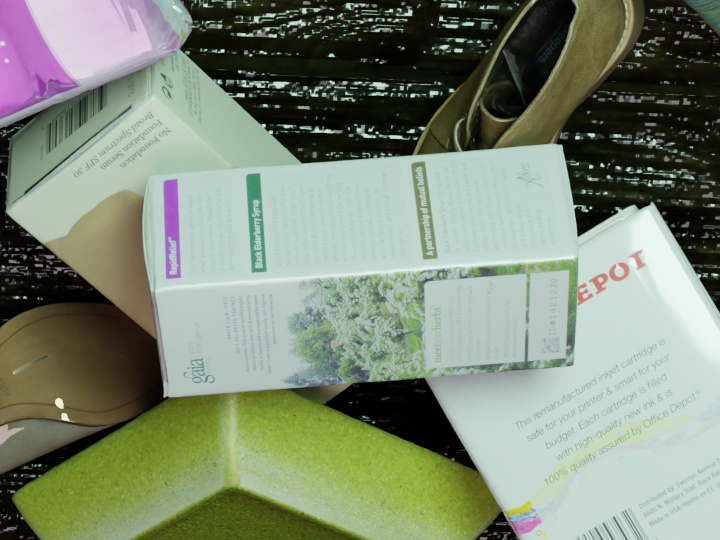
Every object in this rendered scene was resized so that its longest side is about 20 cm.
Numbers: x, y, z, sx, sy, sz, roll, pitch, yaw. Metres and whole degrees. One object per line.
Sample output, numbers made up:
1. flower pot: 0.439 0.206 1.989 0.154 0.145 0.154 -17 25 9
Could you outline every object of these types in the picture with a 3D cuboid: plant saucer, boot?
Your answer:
1. plant saucer: -0.054 0.140 1.358 0.200 0.048 0.200 25 141 -32
2. boot: 0.061 -0.064 1.246 0.074 0.075 0.200 37 116 14
3. boot: -0.198 0.085 1.347 0.200 0.070 0.146 -8 155 -34

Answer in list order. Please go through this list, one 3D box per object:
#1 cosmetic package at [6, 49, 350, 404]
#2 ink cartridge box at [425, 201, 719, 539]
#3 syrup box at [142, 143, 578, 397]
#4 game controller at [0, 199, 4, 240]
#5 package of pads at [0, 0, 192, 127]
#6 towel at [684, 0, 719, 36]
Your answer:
1. cosmetic package: -0.074 -0.016 1.284 0.105 0.071 0.200 -38 120 20
2. ink cartridge box: 0.136 0.084 1.295 0.144 0.085 0.200 -31 88 5
3. syrup box: 0.000 0.000 1.202 0.199 0.082 0.079 -4 136 -1
4. game controller: -0.276 -0.033 1.257 0.200 0.042 0.105 27 77 -22
5. package of pads: -0.190 -0.123 1.185 0.200 0.076 0.121 -22 108 9
6. towel: 0.216 -0.157 1.171 0.146 0.022 0.200 -28 161 15
